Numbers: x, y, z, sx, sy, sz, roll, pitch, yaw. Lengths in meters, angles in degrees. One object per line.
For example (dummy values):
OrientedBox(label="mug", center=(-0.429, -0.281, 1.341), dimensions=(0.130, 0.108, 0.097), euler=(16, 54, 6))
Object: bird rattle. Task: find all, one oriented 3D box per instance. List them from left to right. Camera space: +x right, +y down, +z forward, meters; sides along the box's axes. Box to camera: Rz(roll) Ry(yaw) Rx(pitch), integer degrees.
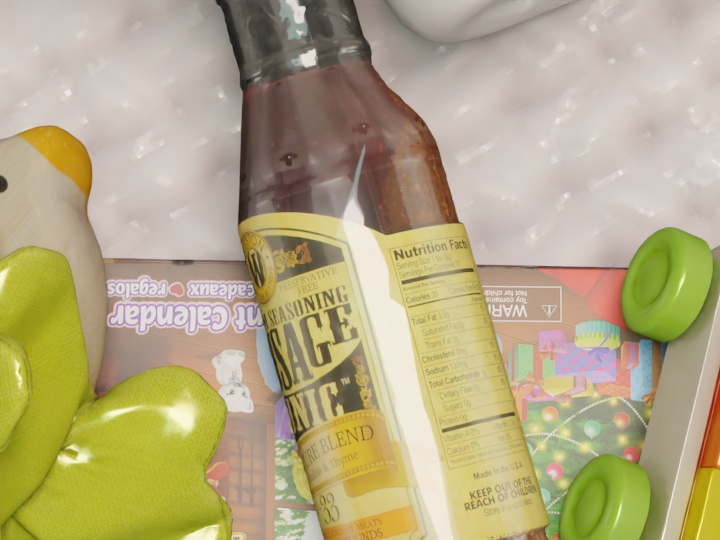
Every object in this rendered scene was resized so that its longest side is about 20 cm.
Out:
OrientedBox(label="bird rattle", center=(-0.134, 0.042, 0.803), dimensions=(0.199, 0.113, 0.164), euler=(-18, 55, 29))

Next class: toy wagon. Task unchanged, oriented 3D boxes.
OrientedBox(label="toy wagon", center=(0.145, 0.038, 0.824), dimensions=(0.155, 0.040, 0.201), euler=(22, 77, -24))

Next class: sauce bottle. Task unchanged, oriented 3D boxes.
OrientedBox(label="sauce bottle", center=(0.000, 0.000, 0.798), dimensions=(0.066, 0.066, 0.201), euler=(-16, 83, -5))

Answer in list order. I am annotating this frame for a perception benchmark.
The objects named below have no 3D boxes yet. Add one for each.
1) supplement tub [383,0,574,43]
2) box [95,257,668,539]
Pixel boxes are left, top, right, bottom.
OrientedBox(label="supplement tub", center=(0.036, -0.182, 0.812), dimensions=(0.144, 0.145, 0.201), euler=(-26, 87, -5))
OrientedBox(label="box", center=(0.017, 0.067, 0.842), dimensions=(0.199, 0.039, 0.138), euler=(1, 85, -3))
